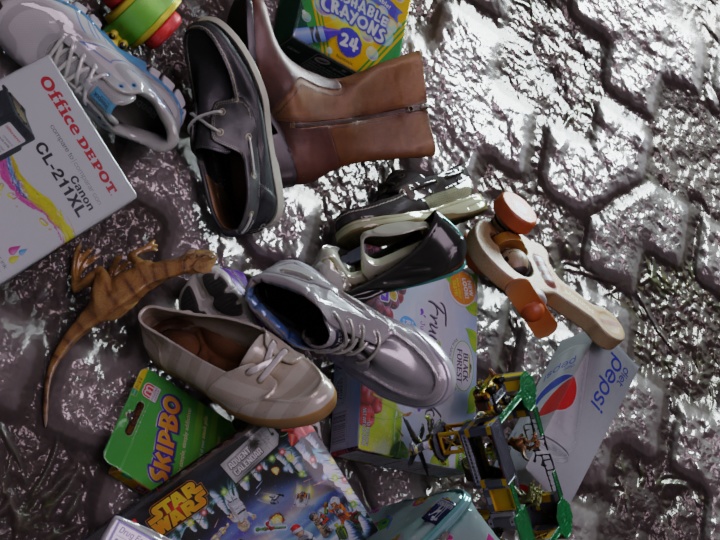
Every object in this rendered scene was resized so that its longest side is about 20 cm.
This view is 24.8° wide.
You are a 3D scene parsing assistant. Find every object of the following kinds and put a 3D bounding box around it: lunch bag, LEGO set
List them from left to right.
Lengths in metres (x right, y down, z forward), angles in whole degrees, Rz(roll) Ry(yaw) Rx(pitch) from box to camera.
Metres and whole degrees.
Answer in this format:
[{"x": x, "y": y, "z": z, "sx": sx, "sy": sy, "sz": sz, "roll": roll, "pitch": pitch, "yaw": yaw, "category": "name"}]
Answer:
[{"x": 0.018, "y": 0.265, "z": 1.404, "sx": 0.160, "sy": 0.200, "sz": 0.077, "roll": -36, "pitch": 97, "yaw": -36, "category": "lunch bag"}, {"x": 0.107, "y": 0.195, "z": 1.517, "sx": 0.154, "sy": 0.115, "sz": 0.201, "roll": -50, "pitch": 125, "yaw": -54, "category": "LEGO set"}]

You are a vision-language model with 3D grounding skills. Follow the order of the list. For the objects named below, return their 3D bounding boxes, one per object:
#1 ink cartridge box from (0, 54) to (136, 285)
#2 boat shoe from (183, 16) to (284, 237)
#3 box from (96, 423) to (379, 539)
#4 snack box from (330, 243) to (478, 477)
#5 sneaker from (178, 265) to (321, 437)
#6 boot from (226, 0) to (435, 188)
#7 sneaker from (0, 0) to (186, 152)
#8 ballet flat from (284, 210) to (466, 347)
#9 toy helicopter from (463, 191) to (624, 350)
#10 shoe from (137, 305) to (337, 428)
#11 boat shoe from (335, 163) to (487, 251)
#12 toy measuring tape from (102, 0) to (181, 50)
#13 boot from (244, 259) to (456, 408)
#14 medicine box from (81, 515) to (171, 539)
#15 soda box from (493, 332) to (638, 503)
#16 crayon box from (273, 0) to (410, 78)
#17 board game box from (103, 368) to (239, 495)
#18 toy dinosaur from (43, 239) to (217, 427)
[{"x": -0.306, "y": -0.067, "z": 1.343, "sx": 0.200, "sy": 0.083, "sz": 0.146, "roll": -37, "pitch": 98, "yaw": -38, "category": "ink cartridge box"}, {"x": -0.123, "y": -0.130, "z": 1.485, "sx": 0.067, "sy": 0.071, "sz": 0.202, "roll": -23, "pitch": 102, "yaw": -50, "category": "boat shoe"}, {"x": -0.102, "y": 0.219, "z": 1.378, "sx": 0.199, "sy": 0.040, "sz": 0.137, "roll": -35, "pitch": 97, "yaw": -11, "category": "box"}, {"x": 0.044, "y": 0.089, "z": 1.574, "sx": 0.141, "sy": 0.053, "sz": 0.202, "roll": 15, "pitch": 67, "yaw": -34, "category": "snack box"}, {"x": -0.083, "y": 0.082, "z": 1.460, "sx": 0.083, "sy": 0.080, "sz": 0.201, "roll": -11, "pitch": 74, "yaw": -62, "category": "sneaker"}, {"x": -0.023, "y": -0.184, "z": 1.561, "sx": 0.199, "sy": 0.068, "sz": 0.190, "roll": -16, "pitch": 95, "yaw": -25, "category": "boot"}, {"x": -0.231, "y": -0.170, "z": 1.418, "sx": 0.199, "sy": 0.075, "sz": 0.087, "roll": 32, "pitch": 16, "yaw": -23, "category": "sneaker"}, {"x": 0.000, "y": 0.000, "z": 1.504, "sx": 0.199, "sy": 0.068, "sz": 0.069, "roll": -26, "pitch": 114, "yaw": 3, "category": "ballet flat"}, {"x": 0.188, "y": 0.021, "z": 1.637, "sx": 0.199, "sy": 0.079, "sz": 0.133, "roll": 34, "pitch": 27, "yaw": -17, "category": "toy helicopter"}, {"x": -0.109, "y": 0.078, "z": 1.379, "sx": 0.070, "sy": 0.199, "sz": 0.054, "roll": -53, "pitch": 146, "yaw": -30, "category": "shoe"}, {"x": 0.043, "y": -0.067, "z": 1.617, "sx": 0.200, "sy": 0.072, "sz": 0.066, "roll": -13, "pitch": 78, "yaw": -44, "category": "boat shoe"}, {"x": -0.180, "y": -0.264, "z": 1.510, "sx": 0.074, "sy": 0.073, "sz": 0.201, "roll": 45, "pitch": 55, "yaw": -16, "category": "toy measuring tape"}, {"x": -0.013, "y": 0.063, "z": 1.425, "sx": 0.199, "sy": 0.074, "sz": 0.096, "roll": 31, "pitch": 14, "yaw": 10, "category": "boot"}, {"x": -0.203, "y": 0.303, "z": 1.217, "sx": 0.102, "sy": 0.182, "sz": 0.201, "roll": 31, "pitch": 65, "yaw": -11, "category": "medicine box"}, {"x": 0.208, "y": 0.154, "z": 1.669, "sx": 0.068, "sy": 0.063, "sz": 0.200, "roll": 46, "pitch": 54, "yaw": -16, "category": "soda box"}, {"x": -0.012, "y": -0.284, "z": 1.653, "sx": 0.125, "sy": 0.051, "sz": 0.201, "roll": 25, "pitch": 61, "yaw": -28, "category": "crayon box"}, {"x": -0.133, "y": 0.175, "z": 1.431, "sx": 0.200, "sy": 0.030, "sz": 0.096, "roll": 38, "pitch": 55, "yaw": -25, "category": "board game box"}, {"x": -0.217, "y": 0.026, "z": 1.386, "sx": 0.200, "sy": 0.106, "sz": 0.060, "roll": -38, "pitch": 128, "yaw": 2, "category": "toy dinosaur"}]
